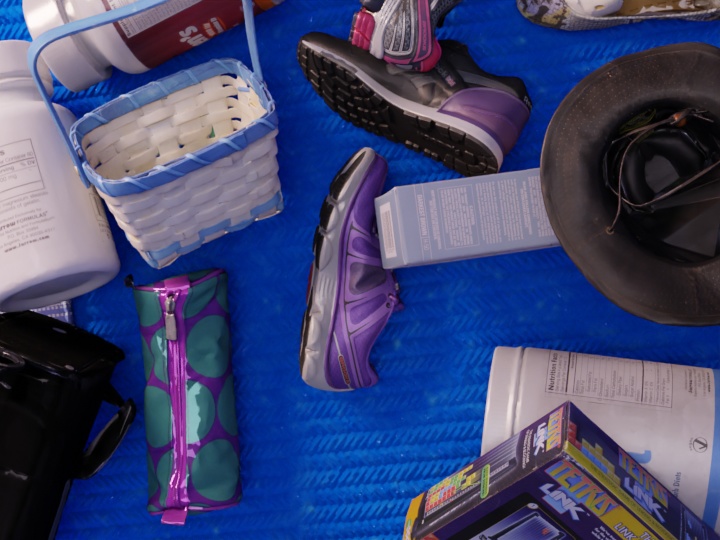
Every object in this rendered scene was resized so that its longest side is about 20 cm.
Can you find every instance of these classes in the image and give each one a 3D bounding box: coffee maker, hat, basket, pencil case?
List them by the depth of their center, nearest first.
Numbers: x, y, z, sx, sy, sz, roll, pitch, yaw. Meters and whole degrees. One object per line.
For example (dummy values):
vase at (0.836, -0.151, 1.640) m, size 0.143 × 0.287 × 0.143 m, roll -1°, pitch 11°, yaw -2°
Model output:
hat at (0.224, -0.054, 0.939) m, size 0.198 × 0.081 × 0.203 m, roll -1°, pitch 82°, yaw 9°
basket at (-0.151, -0.118, 1.028) m, size 0.175 × 0.139 × 0.202 m, roll -23°, pitch 131°, yaw -16°
coffee maker at (-0.295, 0.146, 1.066) m, size 0.134 × 0.192 × 0.202 m, roll 25°, pitch 99°, yaw 27°
pencil case at (-0.145, 0.101, 1.098) m, size 0.084 × 0.092 × 0.203 m, roll -4°, pitch 92°, yaw 9°

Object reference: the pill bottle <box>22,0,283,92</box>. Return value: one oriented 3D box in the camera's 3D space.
pill bottle at (-0.167, -0.229, 1.081) m, size 0.198 × 0.110 × 0.111 m, roll -25°, pitch 88°, yaw 10°

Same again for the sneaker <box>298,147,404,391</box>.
sneaker at (0.000, 0.000, 1.091) m, size 0.082 × 0.081 × 0.203 m, roll 7°, pitch 100°, yaw -8°

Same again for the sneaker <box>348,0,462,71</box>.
sneaker at (0.063, -0.250, 1.050) m, size 0.074 × 0.081 × 0.202 m, roll 27°, pitch 82°, yaw -1°

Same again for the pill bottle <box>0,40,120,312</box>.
pill bottle at (-0.276, -0.077, 1.082) m, size 0.113 × 0.114 × 0.202 m, roll -19°, pitch 81°, yaw 10°

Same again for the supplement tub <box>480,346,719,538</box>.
supplement tub at (0.196, 0.133, 1.023) m, size 0.197 × 0.132 × 0.134 m, roll 5°, pitch 93°, yaw 9°

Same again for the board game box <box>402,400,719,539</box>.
board game box at (0.157, 0.208, 0.971) m, size 0.200 × 0.057 × 0.165 m, roll 42°, pitch 122°, yaw -17°

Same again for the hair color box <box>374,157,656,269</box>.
hair color box at (0.117, -0.044, 1.018) m, size 0.197 × 0.099 × 0.061 m, roll -7°, pitch 90°, yaw -9°

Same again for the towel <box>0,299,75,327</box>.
towel at (-0.326, -0.001, 1.163) m, size 0.143 × 0.024 × 0.203 m, roll -8°, pitch 92°, yaw 7°

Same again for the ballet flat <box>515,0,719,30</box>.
ballet flat at (0.220, -0.229, 1.038) m, size 0.198 × 0.072 × 0.073 m, roll -1°, pitch 92°, yaw 10°

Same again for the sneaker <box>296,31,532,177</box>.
sneaker at (0.045, -0.153, 1.080) m, size 0.199 × 0.076 × 0.088 m, roll 29°, pitch 68°, yaw 14°
